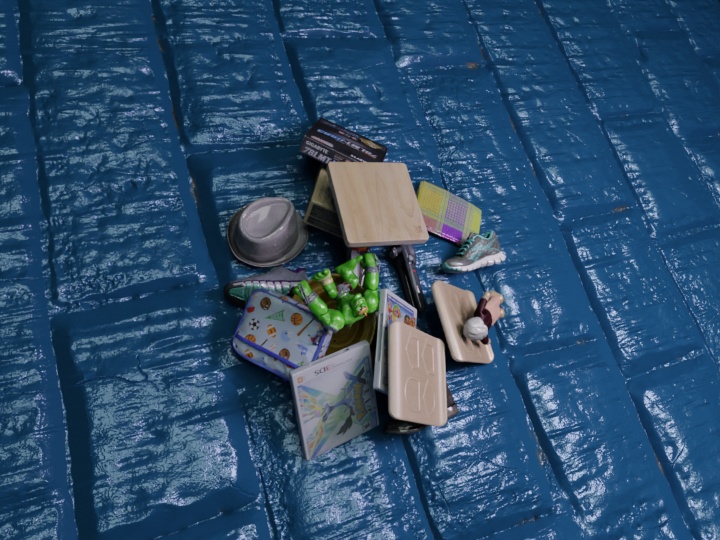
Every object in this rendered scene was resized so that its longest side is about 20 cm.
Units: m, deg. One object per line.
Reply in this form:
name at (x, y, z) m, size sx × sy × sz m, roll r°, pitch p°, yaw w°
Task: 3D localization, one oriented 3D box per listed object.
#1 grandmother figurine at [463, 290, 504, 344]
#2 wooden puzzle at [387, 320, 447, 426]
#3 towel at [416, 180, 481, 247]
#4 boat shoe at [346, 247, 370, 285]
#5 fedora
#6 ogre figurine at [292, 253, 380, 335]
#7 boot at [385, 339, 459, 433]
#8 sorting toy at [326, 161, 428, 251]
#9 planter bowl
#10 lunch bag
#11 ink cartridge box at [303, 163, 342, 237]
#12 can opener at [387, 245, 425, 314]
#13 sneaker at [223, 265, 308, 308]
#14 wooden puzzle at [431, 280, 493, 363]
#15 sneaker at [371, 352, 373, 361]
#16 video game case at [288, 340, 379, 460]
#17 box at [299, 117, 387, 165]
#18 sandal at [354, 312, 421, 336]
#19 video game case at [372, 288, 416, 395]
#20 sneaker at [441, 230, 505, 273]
grandmother figurine at (0.285, 0.114, 1.342) m, size 0.199 × 0.059 × 0.125 m, roll -22°, pitch 100°, yaw -59°
wooden puzzle at (0.110, 0.217, 1.191) m, size 0.198 × 0.045 × 0.190 m, roll 24°, pitch 60°, yaw -49°
towel at (0.226, -0.146, 1.535) m, size 0.196 × 0.023 × 0.147 m, roll 22°, pitch 61°, yaw -10°
boat shoe at (0.000, 0.000, 1.364) m, size 0.062 × 0.071 × 0.205 m, roll 11°, pitch 62°, yaw -12°
fedora at (-0.209, -0.105, 1.320) m, size 0.198 × 0.091 × 0.178 m, roll -30°, pitch 72°, yaw -26°
ogre figurine at (-0.029, 0.048, 1.175) m, size 0.198 × 0.097 × 0.122 m, roll -22°, pitch 87°, yaw -51°
boot at (0.119, 0.254, 1.276) m, size 0.196 × 0.069 × 0.179 m, roll -15°, pitch 83°, yaw -25°
sorting toy at (0.029, -0.136, 1.288) m, size 0.194 × 0.070 × 0.205 m, roll -4°, pitch 64°, yaw -24°
planter bowl at (-0.058, 0.115, 1.267) m, size 0.194 × 0.083 × 0.207 m, roll -1°, pitch 81°, yaw 9°
lunch bag at (-0.159, 0.141, 1.201) m, size 0.196 × 0.076 × 0.164 m, roll 25°, pitch 88°, yaw 13°
ink cartridge box at (-0.038, -0.172, 1.393) m, size 0.161 × 0.076 × 0.203 m, roll 22°, pitch 42°, yaw -10°
can opener at (0.119, 0.007, 1.406) m, size 0.077 × 0.064 × 0.205 m, roll -7°, pitch 69°, yaw -22°
sneaker at (-0.208, 0.030, 1.293) m, size 0.195 × 0.076 × 0.089 m, roll 1°, pitch 42°, yaw -20°
wooden puzzle at (0.232, 0.129, 1.362) m, size 0.198 × 0.046 × 0.190 m, roll 13°, pitch 56°, yaw -55°
sneaker at (-0.038, 0.236, 1.243) m, size 0.073 × 0.077 × 0.199 m, roll 45°, pitch 59°, yaw 7°
video game case at (-0.049, 0.265, 1.186) m, size 0.179 × 0.022 × 0.205 m, roll -19°, pitch 115°, yaw -26°
box at (-0.036, -0.298, 1.434) m, size 0.196 × 0.050 × 0.199 m, roll 24°, pitch 27°, yaw -2°
sandal at (0.072, 0.142, 1.336) m, size 0.198 × 0.048 × 0.076 m, roll 31°, pitch 70°, yaw -2°
video game case at (0.075, 0.158, 1.207) m, size 0.142 × 0.018 × 0.205 m, roll 34°, pitch 56°, yaw -50°
sneaker at (0.279, -0.048, 1.469) m, size 0.196 × 0.077 × 0.094 m, roll -15°, pitch 93°, yaw -32°
